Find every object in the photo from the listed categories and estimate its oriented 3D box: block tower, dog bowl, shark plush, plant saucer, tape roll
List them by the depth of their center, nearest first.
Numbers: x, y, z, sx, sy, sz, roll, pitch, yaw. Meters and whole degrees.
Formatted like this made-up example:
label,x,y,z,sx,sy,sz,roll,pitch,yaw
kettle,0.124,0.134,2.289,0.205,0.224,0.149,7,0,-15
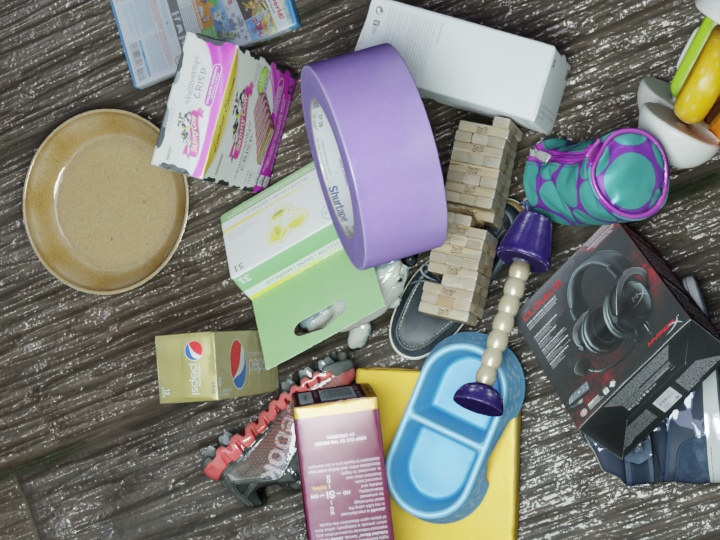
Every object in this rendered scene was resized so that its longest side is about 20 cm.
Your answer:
label,x,y,z,sx,sy,sz,roll,pitch,yaw
tape roll,0.011,-0.108,1.563,0.084,0.200,0.202,-15,83,-10
block tower,0.108,-0.050,1.622,0.057,0.054,0.203,12,85,20
dog bowl,0.090,0.160,1.653,0.110,0.050,0.202,23,95,15
shark plush,0.000,0.000,1.681,0.200,0.090,0.084,-45,46,38
plant saucer,-0.274,-0.075,1.801,0.197,0.035,0.203,0,88,17

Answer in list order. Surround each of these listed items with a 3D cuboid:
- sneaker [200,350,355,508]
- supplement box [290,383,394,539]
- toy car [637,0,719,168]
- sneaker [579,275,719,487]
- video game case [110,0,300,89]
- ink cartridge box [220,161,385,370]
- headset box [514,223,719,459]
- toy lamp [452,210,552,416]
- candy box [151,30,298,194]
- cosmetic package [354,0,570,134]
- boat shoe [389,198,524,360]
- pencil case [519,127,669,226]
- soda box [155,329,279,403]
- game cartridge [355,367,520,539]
label,x,y,z,sx,sy,sz,roll,pitch,yaw
sneaker,-0.070,0.172,1.718,0.200,0.071,0.098,-42,83,9
supplement box,-0.016,0.222,1.632,0.084,0.110,0.203,-7,93,-3
toy car,0.356,-0.181,1.553,0.149,0.200,0.176,25,112,-1
sneaker,0.282,0.113,1.615,0.144,0.077,0.205,-6,88,13
video game case,-0.175,-0.299,1.790,0.198,0.018,0.145,-19,83,15
ink cartridge box,-0.063,-0.013,1.679,0.144,0.048,0.201,-29,41,13
headset box,0.244,0.055,1.581,0.149,0.077,0.201,-45,37,15
toy lamp,0.143,0.039,1.603,0.057,0.058,0.202,13,73,16
candy box,-0.134,-0.156,1.679,0.060,0.200,0.138,16,93,16
cosmetic package,0.105,-0.206,1.660,0.198,0.113,0.082,20,93,18
boat shoe,0.097,0.008,1.680,0.075,0.062,0.200,43,101,11
pencil case,0.221,-0.089,1.570,0.092,0.200,0.086,37,82,-12
soda box,-0.142,0.096,1.673,0.063,0.200,0.069,-5,87,15
game cartridge,0.078,0.204,1.697,0.174,0.032,0.203,2,91,16
